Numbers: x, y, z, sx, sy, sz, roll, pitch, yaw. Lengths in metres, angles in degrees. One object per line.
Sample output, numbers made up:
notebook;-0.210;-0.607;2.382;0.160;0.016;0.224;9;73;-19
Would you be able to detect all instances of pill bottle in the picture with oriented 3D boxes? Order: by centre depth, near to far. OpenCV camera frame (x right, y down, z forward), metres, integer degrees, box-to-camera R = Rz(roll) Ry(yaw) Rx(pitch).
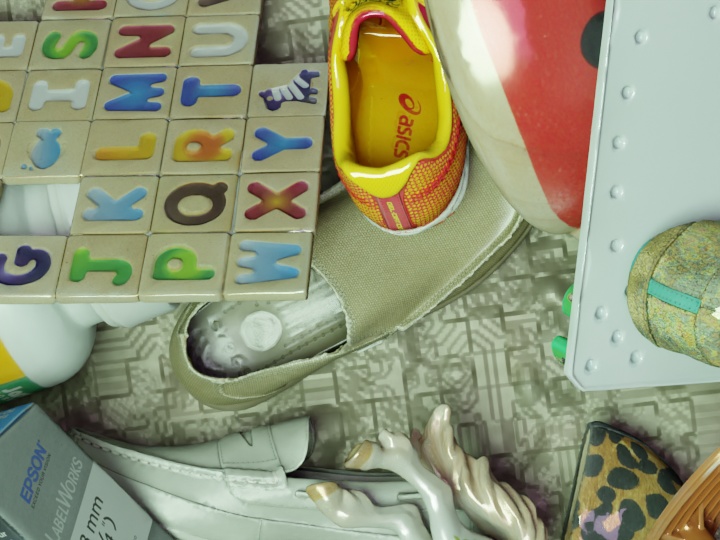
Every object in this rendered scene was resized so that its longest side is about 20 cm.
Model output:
pill bottle;-0.186;0.010;0.922;0.200;0.113;0.113;-19;92;7

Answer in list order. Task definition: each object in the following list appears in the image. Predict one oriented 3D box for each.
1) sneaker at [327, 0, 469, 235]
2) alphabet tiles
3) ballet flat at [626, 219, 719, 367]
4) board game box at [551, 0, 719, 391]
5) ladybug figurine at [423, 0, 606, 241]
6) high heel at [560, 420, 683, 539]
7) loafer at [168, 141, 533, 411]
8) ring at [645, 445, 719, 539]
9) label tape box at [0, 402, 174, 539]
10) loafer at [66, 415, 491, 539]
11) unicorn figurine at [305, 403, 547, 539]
sneaker;0.018;-0.116;0.886;0.073;0.077;0.200;-9;67;8
alphabet tiles;-0.097;-0.062;0.887;0.167;0.200;0.008;-1;138;6
ballet flat;0.200;0.013;0.837;0.200;0.071;0.071;1;96;-28
board game box;0.174;-0.055;0.856;0.200;0.026;0.200;-2;106;-27
ladybug figurine;0.082;-0.111;0.868;0.072;0.136;0.200;-11;101;31
high heel;0.063;0.161;0.923;0.200;0.071;0.143;-25;97;-8
loafer;0.000;0.000;0.923;0.200;0.067;0.076;-38;90;8
ring;0.198;0.091;0.855;0.200;0.200;0.019;-39;57;8
label tape box;-0.177;0.113;0.882;0.144;0.063;0.200;-16;131;29
loafer;-0.038;0.097;0.939;0.200;0.070;0.070;15;91;-3
unicorn figurine;0.008;0.162;0.868;0.137;0.074;0.200;44;83;-6
